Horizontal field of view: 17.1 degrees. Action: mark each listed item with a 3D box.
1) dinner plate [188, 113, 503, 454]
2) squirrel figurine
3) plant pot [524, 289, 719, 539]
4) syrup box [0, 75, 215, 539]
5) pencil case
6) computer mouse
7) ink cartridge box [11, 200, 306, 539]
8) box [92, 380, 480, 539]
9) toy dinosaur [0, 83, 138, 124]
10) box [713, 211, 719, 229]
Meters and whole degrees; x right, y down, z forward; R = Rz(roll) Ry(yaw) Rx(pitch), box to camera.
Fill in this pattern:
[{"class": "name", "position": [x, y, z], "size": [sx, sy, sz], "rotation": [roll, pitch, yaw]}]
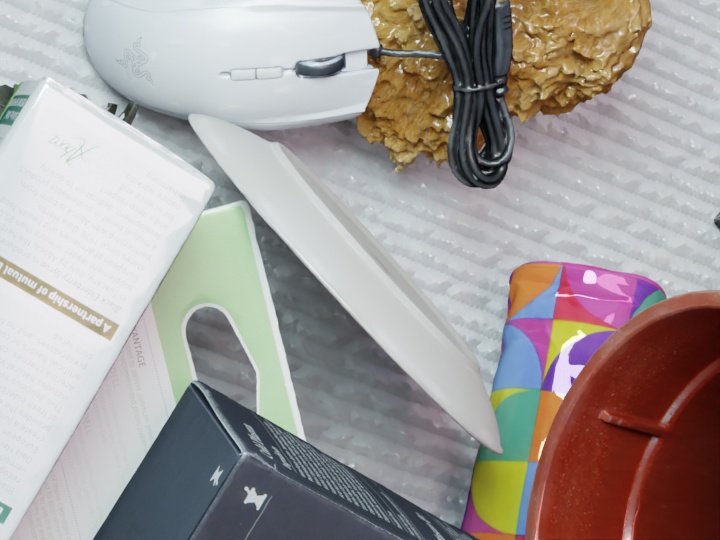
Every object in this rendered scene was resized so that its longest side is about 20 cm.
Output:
[{"class": "dinner plate", "position": [0.000, 0.000, 1.044], "size": [0.024, 0.200, 0.200], "rotation": [-42, 99, 5]}, {"class": "squirrel figurine", "position": [0.032, -0.152, 1.122], "size": [0.186, 0.142, 0.200], "rotation": [-6, 79, -19]}, {"class": "plant pot", "position": [0.208, 0.124, 1.032], "size": [0.195, 0.201, 0.201], "rotation": [13, 74, -33]}, {"class": "syrup box", "position": [-0.143, 0.031, 0.918], "size": [0.081, 0.079, 0.200], "rotation": [32, 86, -13]}, {"class": "pencil case", "position": [0.091, 0.096, 1.127], "size": [0.088, 0.088, 0.200], "rotation": [19, 74, -20]}, {"class": "computer mouse", "position": [-0.031, -0.092, 1.073], "size": [0.200, 0.044, 0.110], "rotation": [3, 121, 9]}, {"class": "ink cartridge box", "position": [-0.129, 0.062, 0.987], "size": [0.200, 0.048, 0.146], "rotation": [-15, 96, -14]}, {"class": "box", "position": [-0.034, 0.179, 0.949], "size": [0.182, 0.104, 0.200], "rotation": [31, 93, -21]}, {"class": "toy dinosaur", "position": [-0.150, -0.012, 1.046], "size": [0.200, 0.102, 0.136], "rotation": [5, 92, -42]}, {"class": "box", "position": [0.303, -0.034, 1.270], "size": [0.200, 0.044, 0.160], "rotation": [-44, 99, -25]}]
